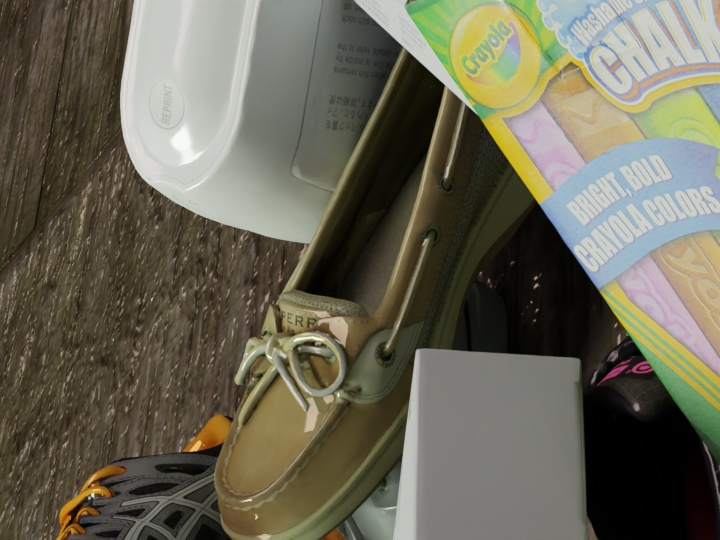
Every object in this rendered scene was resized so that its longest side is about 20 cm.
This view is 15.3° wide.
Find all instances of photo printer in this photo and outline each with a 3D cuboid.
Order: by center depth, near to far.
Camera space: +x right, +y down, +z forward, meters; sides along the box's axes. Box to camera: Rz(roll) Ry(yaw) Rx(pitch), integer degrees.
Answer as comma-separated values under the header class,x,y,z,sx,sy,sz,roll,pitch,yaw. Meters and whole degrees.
class,x,y,z,sx,sy,sz,roll,pitch,yaw
photo printer,-0.006,-0.110,0.956,0.069,0.166,0.201,14,98,38

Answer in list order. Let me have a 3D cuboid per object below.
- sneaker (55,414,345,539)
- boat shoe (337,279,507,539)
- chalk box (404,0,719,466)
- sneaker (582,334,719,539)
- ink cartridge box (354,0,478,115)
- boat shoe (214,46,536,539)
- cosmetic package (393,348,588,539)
class,x,y,z,sx,sy,sz,roll,pitch,yaw
sneaker,-0.081,0.106,0.920,0.200,0.077,0.078,-18,-28,-55
boat shoe,0.012,0.075,0.931,0.074,0.067,0.201,-50,27,34
chalk box,0.105,-0.069,0.657,0.124,0.200,0.124,-39,9,-28
sneaker,0.104,0.034,0.745,0.077,0.083,0.201,-39,32,45
ink cartridge box,0.071,-0.083,0.825,0.200,0.094,0.044,-132,28,-55
boat shoe,0.002,0.000,0.898,0.073,0.063,0.201,16,69,54
cosmetic package,0.029,0.143,0.739,0.201,0.051,0.151,95,180,-47
